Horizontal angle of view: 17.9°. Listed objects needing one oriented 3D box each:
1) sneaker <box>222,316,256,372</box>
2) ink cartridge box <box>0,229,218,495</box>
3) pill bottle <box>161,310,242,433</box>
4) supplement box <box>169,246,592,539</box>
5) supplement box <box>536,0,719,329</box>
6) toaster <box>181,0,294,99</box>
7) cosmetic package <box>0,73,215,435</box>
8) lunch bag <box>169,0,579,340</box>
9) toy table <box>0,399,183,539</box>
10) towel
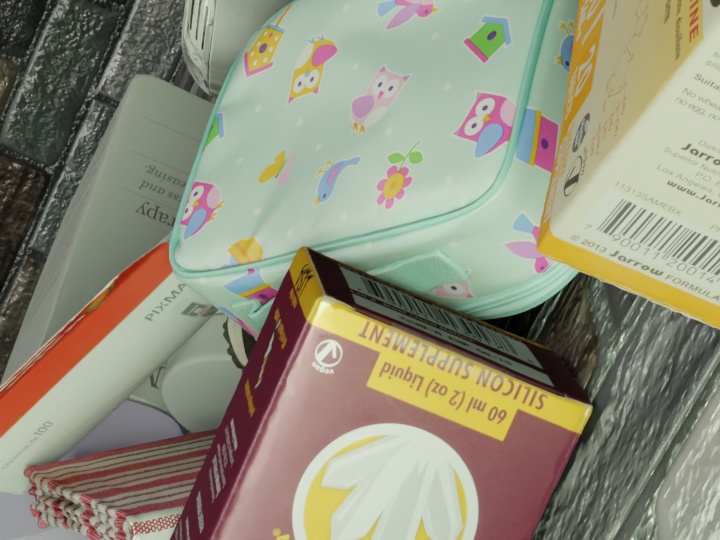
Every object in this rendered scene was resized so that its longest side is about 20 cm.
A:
[{"bbox_3d":[0.000,0.000,1.059,0.079,0.074,0.200,-47,5,37],"label":"sneaker"},{"bbox_3d":[-0.122,0.045,1.044,0.162,0.057,0.200,-43,7,16],"label":"ink cartridge box"},{"bbox_3d":[-0.034,-0.008,1.209,0.113,0.113,0.201,127,162,-54],"label":"pill bottle"},{"bbox_3d":[-0.010,0.108,0.848,0.086,0.110,0.201,-116,49,-76],"label":"supplement box"},{"bbox_3d":[0.130,-0.092,0.661,0.200,0.073,0.127,125,163,-49],"label":"supplement box"},{"bbox_3d":[-0.011,-0.159,1.137,0.114,0.128,0.201,-54,-24,-69],"label":"toaster"},{"bbox_3d":[-0.104,0.032,1.333,0.166,0.167,0.201,130,159,-57],"label":"cosmetic package"},{"bbox_3d":[0.016,-0.047,0.952,0.199,0.077,0.161,-14,52,41],"label":"lunch bag"},{"bbox_3d":[-0.185,0.148,1.176,0.184,0.199,0.118,-118,24,-58],"label":"toy table"},{"bbox_3d":[-0.057,0.095,0.997,0.200,0.146,0.030,-176,76,-69],"label":"towel"}]
